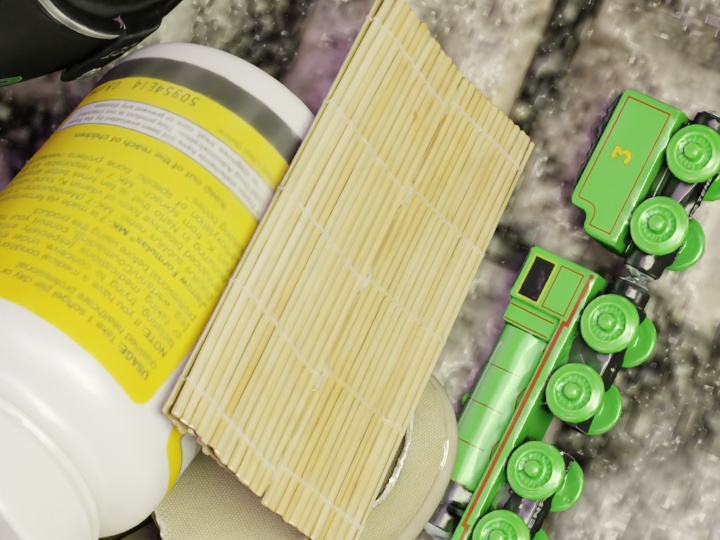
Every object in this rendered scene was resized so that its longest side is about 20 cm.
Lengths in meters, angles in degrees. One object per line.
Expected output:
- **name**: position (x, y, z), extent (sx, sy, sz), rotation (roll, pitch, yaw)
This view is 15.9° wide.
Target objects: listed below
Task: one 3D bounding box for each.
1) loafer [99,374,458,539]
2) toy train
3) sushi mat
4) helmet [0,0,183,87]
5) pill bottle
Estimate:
- **loafer**: position (-0.054, 0.097, 0.952), extent (0.200, 0.068, 0.076), rotation (-35, 54, 4)
- **toy train**: position (0.078, 0.025, 0.965), extent (0.056, 0.042, 0.200), rotation (26, 87, 23)
- **sushi mat**: position (0.000, 0.000, 0.924), extent (0.012, 0.096, 0.200), rotation (-8, 46, 43)
- **helmet**: position (-0.162, -0.167, 0.962), extent (0.190, 0.200, 0.201), rotation (6, 82, 33)
- **pill bottle**: position (-0.095, 0.021, 0.915), extent (0.114, 0.114, 0.200), rotation (27, 54, 13)
